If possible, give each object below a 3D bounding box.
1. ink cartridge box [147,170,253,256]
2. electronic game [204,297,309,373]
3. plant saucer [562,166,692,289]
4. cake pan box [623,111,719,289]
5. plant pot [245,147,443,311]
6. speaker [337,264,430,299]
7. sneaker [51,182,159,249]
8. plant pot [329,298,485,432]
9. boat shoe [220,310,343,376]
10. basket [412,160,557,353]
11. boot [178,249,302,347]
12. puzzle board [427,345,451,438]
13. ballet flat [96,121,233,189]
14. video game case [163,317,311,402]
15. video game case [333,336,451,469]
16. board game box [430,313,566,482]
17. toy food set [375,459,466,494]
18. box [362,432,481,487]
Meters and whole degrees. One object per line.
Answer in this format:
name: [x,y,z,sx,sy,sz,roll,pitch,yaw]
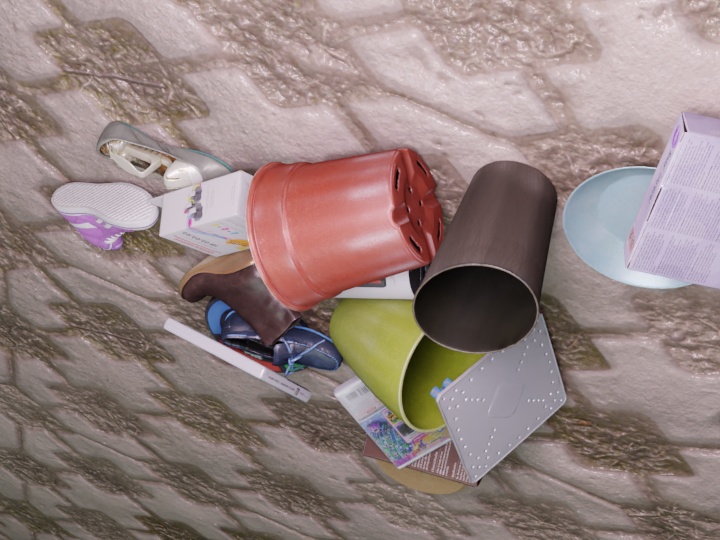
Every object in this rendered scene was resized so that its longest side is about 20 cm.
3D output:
ink cartridge box: [-0.203,-0.073,1.442,0.199,0.068,0.115,-11,157,38]
electronic game: [-0.166,0.104,1.689,0.199,0.042,0.200,15,141,12]
plant saucer: [0.345,-0.059,1.215,0.200,0.039,0.201,15,140,12]
cake pan box: [0.406,-0.068,1.107,0.183,0.052,0.200,10,130,-1]
plant pot: [-0.010,-0.062,1.296,0.195,0.201,0.201,-11,130,28]
speaker: [0.000,0.000,1.442,0.199,0.081,0.081,1,137,29]
sneaker: [-0.374,-0.077,1.573,0.200,0.073,0.114,12,146,32]
plant pot: [0.052,0.107,1.466,0.200,0.187,0.187,25,150,41]
boat shoe: [-0.128,0.129,1.618,0.199,0.069,0.084,14,134,8]
basket: [0.162,-0.026,1.222,0.136,0.200,0.180,31,143,-10]
boot: [-0.190,0.050,1.566,0.200,0.072,0.167,-37,83,42]
puzzle board: [0.175,0.201,1.571,0.200,0.017,0.151,27,115,-13]
ballet flat: [-0.279,-0.147,1.434,0.199,0.064,0.067,23,143,3]
video game case: [-0.194,0.145,1.621,0.200,0.023,0.182,23,172,26]
video game case: [0.090,0.204,1.594,0.200,0.024,0.182,-33,113,15]
board game box: [0.203,0.181,1.463,0.026,0.200,0.200,34,155,47]
toy food set: [0.115,0.331,1.798,0.199,0.049,0.198,26,142,-1]
box: [0.113,0.280,1.682,0.199,0.075,0.101,14,97,13]
